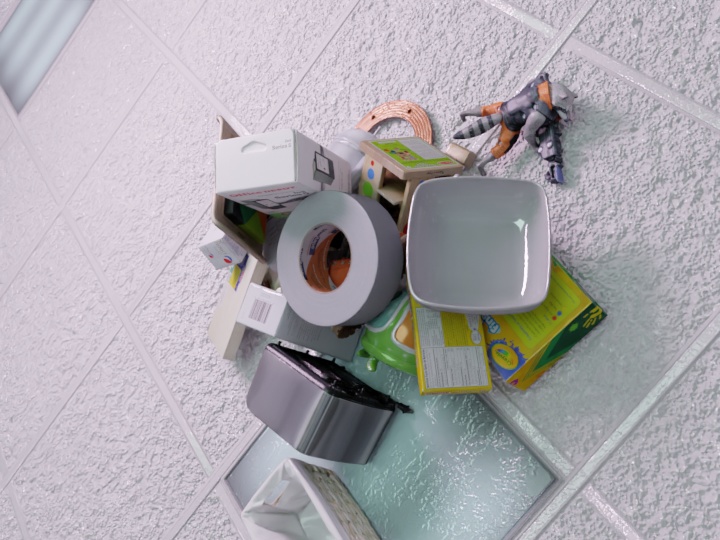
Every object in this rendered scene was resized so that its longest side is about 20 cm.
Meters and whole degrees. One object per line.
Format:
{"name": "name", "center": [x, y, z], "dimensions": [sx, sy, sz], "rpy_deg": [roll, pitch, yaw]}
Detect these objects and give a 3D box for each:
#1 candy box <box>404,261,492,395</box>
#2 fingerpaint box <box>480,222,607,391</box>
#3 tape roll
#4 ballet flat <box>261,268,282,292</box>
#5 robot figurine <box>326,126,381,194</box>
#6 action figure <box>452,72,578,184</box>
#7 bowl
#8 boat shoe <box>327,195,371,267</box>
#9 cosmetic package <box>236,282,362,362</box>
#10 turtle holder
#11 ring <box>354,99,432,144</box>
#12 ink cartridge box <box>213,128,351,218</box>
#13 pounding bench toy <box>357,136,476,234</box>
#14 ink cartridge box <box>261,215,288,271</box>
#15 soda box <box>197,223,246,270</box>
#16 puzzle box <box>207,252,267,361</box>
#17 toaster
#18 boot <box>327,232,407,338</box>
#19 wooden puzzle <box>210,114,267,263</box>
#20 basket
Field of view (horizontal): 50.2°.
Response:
{"name": "candy box", "center": [0.125, 0.079, 1.107], "dimensions": [0.101, 0.026, 0.202], "rpy_deg": [-2, 65, -6]}
{"name": "fingerpaint box", "center": [0.234, 0.046, 1.140], "dimensions": [0.167, 0.073, 0.200], "rpy_deg": [-46, 51, 13]}
{"name": "tape roll", "center": [-0.033, -0.017, 1.155], "dimensions": [0.199, 0.066, 0.203], "rpy_deg": [-2, 87, 39]}
{"name": "ballet flat", "center": [-0.155, 0.037, 1.438], "dimensions": [0.201, 0.070, 0.066], "rpy_deg": [64, 141, 33]}
{"name": "robot figurine", "center": [-0.025, -0.167, 1.362], "dimensions": [0.201, 0.113, 0.169], "rpy_deg": [-57, 21, -8]}
{"name": "action figure", "center": [0.254, -0.223, 1.214], "dimensions": [0.193, 0.104, 0.202], "rpy_deg": [-28, 58, 34]}
{"name": "bowl", "center": [0.166, -0.028, 1.090], "dimensions": [0.198, 0.075, 0.202], "rpy_deg": [2, 68, 7]}
{"name": "boat shoe", "center": [-0.040, -0.049, 1.272], "dimensions": [0.074, 0.064, 0.201], "rpy_deg": [62, 140, 32]}
{"name": "cosmetic package", "center": [-0.099, 0.090, 1.293], "dimensions": [0.101, 0.199, 0.072], "rpy_deg": [16, 83, 40]}
{"name": "turtle holder", "center": [0.081, 0.098, 1.202], "dimensions": [0.140, 0.185, 0.133], "rpy_deg": [22, 96, 16]}
{"name": "ring", "center": [0.050, -0.221, 1.422], "dimensions": [0.199, 0.019, 0.202], "rpy_deg": [-14, 66, 33]}
{"name": "ink cartridge box", "center": [-0.118, -0.147, 1.212], "dimensions": [0.144, 0.200, 0.085], "rpy_deg": [-6, 81, 23]}
{"name": "pounding bench toy", "center": [0.098, -0.127, 1.288], "dimensions": [0.124, 0.199, 0.157], "rpy_deg": [41, 131, 42]}
{"name": "ink cartridge box", "center": [-0.122, -0.082, 1.415], "dimensions": [0.084, 0.145, 0.201], "rpy_deg": [-37, 54, 22]}
{"name": "soda box", "center": [-0.238, -0.095, 1.506], "dimensions": [0.068, 0.064, 0.201], "rpy_deg": [-17, 33, 32]}
{"name": "puzzle box", "center": [-0.238, 0.057, 1.478], "dimensions": [0.133, 0.025, 0.202], "rpy_deg": [37, 108, 61]}
{"name": "toaster", "center": [-0.056, 0.215, 1.229], "dimensions": [0.199, 0.180, 0.120], "rpy_deg": [27, 93, 41]}
{"name": "boot", "center": [0.000, 0.000, 1.212], "dimensions": [0.200, 0.075, 0.107], "rpy_deg": [-48, 61, 17]}
{"name": "wooden puzzle", "center": [-0.191, -0.131, 1.277], "dimensions": [0.037, 0.185, 0.202], "rpy_deg": [-8, 70, 15]}
{"name": "basket", "center": [-0.070, 0.412, 1.195], "dimensions": [0.136, 0.123, 0.200], "rpy_deg": [-51, 50, 10]}
